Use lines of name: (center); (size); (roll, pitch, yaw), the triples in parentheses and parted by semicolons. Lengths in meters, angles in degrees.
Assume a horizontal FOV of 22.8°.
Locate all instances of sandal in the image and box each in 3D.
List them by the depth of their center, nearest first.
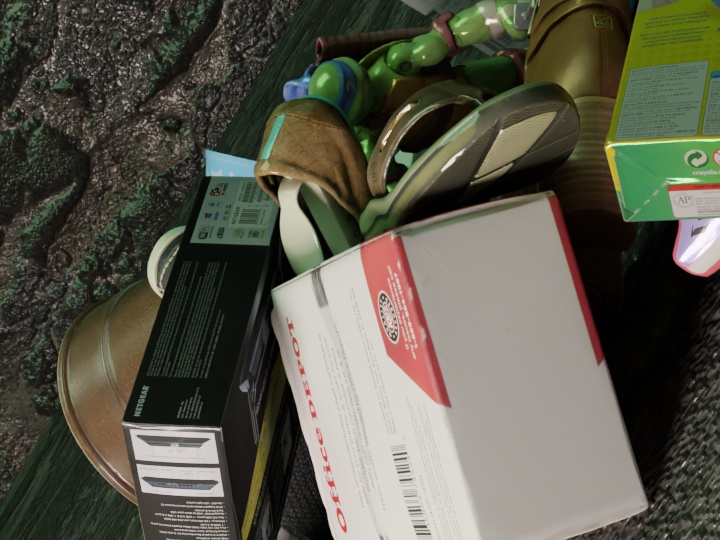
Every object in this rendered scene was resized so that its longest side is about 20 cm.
sandal: (0.034, -0.053, 0.814); (0.080, 0.057, 0.201); (-19, -3, -18)

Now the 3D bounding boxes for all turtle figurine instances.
turtle figurine: (0.076, -0.080, 1.023); (0.200, 0.194, 0.144); (-6, 89, 39)

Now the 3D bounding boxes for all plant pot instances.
plant pot: (-0.083, 0.054, 1.299); (0.198, 0.200, 0.200); (-40, 21, 36)

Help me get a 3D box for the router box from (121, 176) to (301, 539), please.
router box: (-0.071, 0.070, 0.956); (0.200, 0.052, 0.157); (-78, -13, -50)

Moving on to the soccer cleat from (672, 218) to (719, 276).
soccer cleat: (0.158, -0.066, 0.842); (0.076, 0.067, 0.200); (-52, 17, 18)

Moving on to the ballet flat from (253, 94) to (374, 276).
ballet flat: (0.000, 0.000, 0.963); (0.068, 0.200, 0.072); (-3, 40, 39)

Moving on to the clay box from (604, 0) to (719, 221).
clay box: (0.177, -0.105, 0.752); (0.115, 0.048, 0.200); (-2, 43, 22)

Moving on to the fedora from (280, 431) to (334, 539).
fedora: (-0.049, 0.122, 1.115); (0.092, 0.201, 0.201); (-21, 25, 15)

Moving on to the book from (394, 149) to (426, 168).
book: (-0.001, 0.003, 1.406); (0.200, 0.048, 0.134); (-48, 22, 42)

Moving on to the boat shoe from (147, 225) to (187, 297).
boat shoe: (-0.036, 0.023, 1.149); (0.068, 0.200, 0.072); (22, 97, 64)

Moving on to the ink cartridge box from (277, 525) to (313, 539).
ink cartridge box: (-0.052, 0.246, 0.952); (0.200, 0.068, 0.116); (-62, 12, -7)

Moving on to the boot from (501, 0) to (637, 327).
boot: (0.103, -0.061, 0.896); (0.200, 0.074, 0.155); (118, 158, -64)

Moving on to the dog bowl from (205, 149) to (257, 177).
dog bowl: (-0.009, -0.033, 1.170); (0.111, 0.200, 0.050); (-82, 5, -87)

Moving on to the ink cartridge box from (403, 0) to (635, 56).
ink cartridge box: (0.077, -0.218, 1.177); (0.116, 0.200, 0.068); (-40, 23, 58)

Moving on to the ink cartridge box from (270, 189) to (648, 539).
ink cartridge box: (0.037, 0.056, 0.832); (0.200, 0.083, 0.147); (157, 98, -71)
